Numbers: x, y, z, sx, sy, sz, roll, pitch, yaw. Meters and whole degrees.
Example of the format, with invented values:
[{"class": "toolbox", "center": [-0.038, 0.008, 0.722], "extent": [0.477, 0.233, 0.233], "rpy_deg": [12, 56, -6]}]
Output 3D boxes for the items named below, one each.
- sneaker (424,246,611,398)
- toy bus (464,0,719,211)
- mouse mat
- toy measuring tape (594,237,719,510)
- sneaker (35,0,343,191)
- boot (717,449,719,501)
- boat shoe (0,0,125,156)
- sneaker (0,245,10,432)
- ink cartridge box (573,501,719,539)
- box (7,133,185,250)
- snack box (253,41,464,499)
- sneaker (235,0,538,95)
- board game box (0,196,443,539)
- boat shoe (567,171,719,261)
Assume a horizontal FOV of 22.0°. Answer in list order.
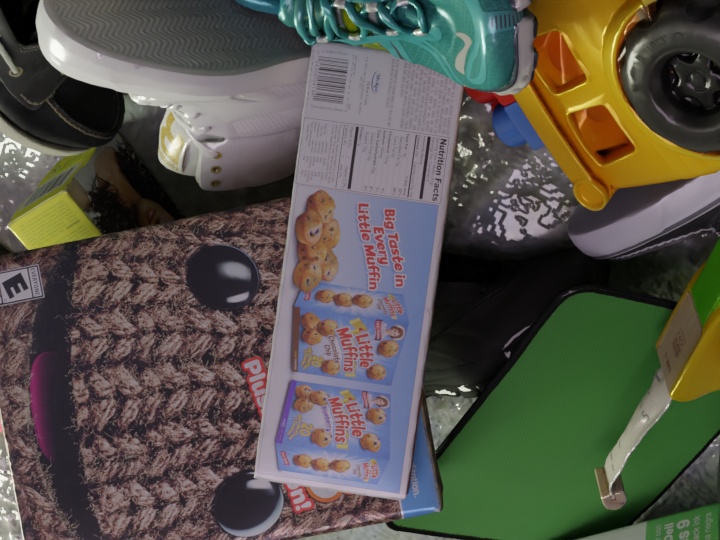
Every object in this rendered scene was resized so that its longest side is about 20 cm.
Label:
[{"class": "sneaker", "center": [0.036, 0.024, 0.982], "extent": [0.199, 0.076, 0.091], "rpy_deg": [-24, 102, 24]}, {"class": "toy bus", "center": [0.105, -0.131, 0.836], "extent": [0.191, 0.136, 0.201], "rpy_deg": [-17, 114, 44]}, {"class": "mouse mat", "center": [0.121, 0.085, 0.981], "extent": [0.160, 0.008, 0.200], "rpy_deg": [12, 132, -30]}, {"class": "toy measuring tape", "center": [0.181, 0.049, 0.908], "extent": [0.073, 0.074, 0.201], "rpy_deg": [23, 129, 2]}, {"class": "sneaker", "center": [-0.081, -0.082, 0.891], "extent": [0.116, 0.199, 0.074], "rpy_deg": [-50, 55, 38]}, {"class": "boot", "center": [0.293, 0.077, 0.932], "extent": [0.173, 0.069, 0.200], "rpy_deg": [25, 127, -11]}, {"class": "boat shoe", "center": [-0.159, -0.113, 0.907], "extent": [0.067, 0.072, 0.200], "rpy_deg": [-6, 155, 17]}, {"class": "sneaker", "center": [-0.208, 0.057, 1.075], "extent": [0.200, 0.074, 0.087], "rpy_deg": [40, 126, -10]}, {"class": "ink cartridge box", "center": [0.142, 0.224, 1.050], "extent": [0.199, 0.084, 0.146], "rpy_deg": [-18, 128, 26]}, {"class": "box", "center": [-0.103, 0.024, 1.021], "extent": [0.050, 0.075, 0.200], "rpy_deg": [-27, 112, 30]}, {"class": "snack box", "center": [0.000, 0.000, 0.848], "extent": [0.071, 0.024, 0.202], "rpy_deg": [8, 90, 2]}, {"class": "sneaker", "center": [0.007, -0.115, 0.802], "extent": [0.200, 0.079, 0.078], "rpy_deg": [28, 131, 54]}, {"class": "board game box", "center": [-0.070, 0.054, 0.912], "extent": [0.199, 0.097, 0.161], "rpy_deg": [-12, 89, 3]}, {"class": "boat shoe", "center": [0.193, -0.047, 0.888], "extent": [0.199, 0.069, 0.057], "rpy_deg": [-28, 111, 28]}]
